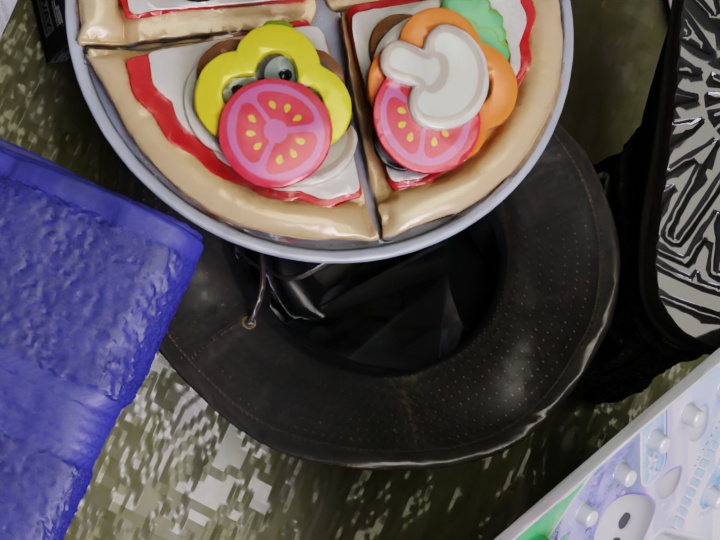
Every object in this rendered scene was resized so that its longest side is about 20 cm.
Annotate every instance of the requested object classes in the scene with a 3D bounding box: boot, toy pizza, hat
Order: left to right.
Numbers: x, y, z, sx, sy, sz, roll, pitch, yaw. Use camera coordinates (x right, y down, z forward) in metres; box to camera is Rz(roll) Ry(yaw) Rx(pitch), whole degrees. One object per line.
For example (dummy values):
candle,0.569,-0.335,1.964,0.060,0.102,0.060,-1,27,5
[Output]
toy pizza,-0.013,-0.101,0.981,0.200,0.032,0.201,3,72,-10
hat,0.000,0.000,1.017,0.200,0.081,0.201,1,66,-3
boot,0.133,-0.053,1.046,0.079,0.158,0.212,20,78,-9

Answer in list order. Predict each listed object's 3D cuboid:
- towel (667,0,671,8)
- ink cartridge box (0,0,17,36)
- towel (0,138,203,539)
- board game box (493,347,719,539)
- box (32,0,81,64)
towel,0.203,-0.184,1.082,0.032,0.200,0.192,-14,90,-48
ink cartridge box,-0.175,-0.180,0.942,0.144,0.084,0.201,22,84,-2
towel,-0.163,0.047,0.946,0.147,0.050,0.200,24,81,2
board game box,0.116,0.132,0.961,0.200,0.026,0.200,-36,139,-32
box,-0.048,-0.180,1.048,0.199,0.050,0.158,-11,86,-24
